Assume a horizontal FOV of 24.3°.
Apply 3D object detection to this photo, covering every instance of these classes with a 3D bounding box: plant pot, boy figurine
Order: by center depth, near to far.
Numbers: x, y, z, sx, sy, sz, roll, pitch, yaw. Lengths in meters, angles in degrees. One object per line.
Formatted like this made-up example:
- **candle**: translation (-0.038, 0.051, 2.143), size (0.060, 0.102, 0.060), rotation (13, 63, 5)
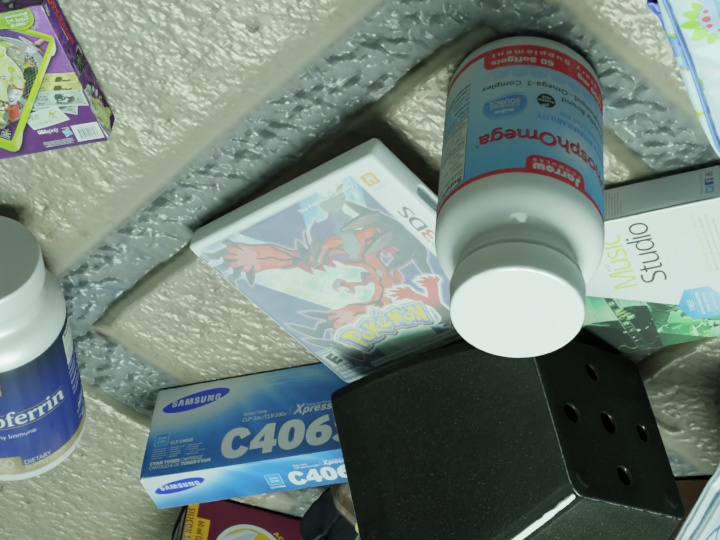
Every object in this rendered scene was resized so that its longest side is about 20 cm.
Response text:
- **plant pot**: translation (0.121, 0.155, 1.246), size (0.198, 0.202, 0.177), rotation (18, 138, -40)
- **boy figurine**: translation (0.039, 0.259, 1.467), size (0.199, 0.125, 0.065), rotation (28, 108, -38)

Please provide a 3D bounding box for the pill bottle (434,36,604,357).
- **pill bottle**: translation (0.103, -0.047, 1.068), size (0.107, 0.202, 0.109), rotation (3, 137, 3)

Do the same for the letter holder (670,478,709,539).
- **letter holder**: translation (0.273, 0.264, 1.415), size (0.197, 0.143, 0.101), rotation (-4, 136, 12)

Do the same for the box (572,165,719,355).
- **box**: translation (0.186, 0.003, 1.231), size (0.198, 0.037, 0.145), rotation (-11, 134, 21)

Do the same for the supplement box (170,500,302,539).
- **supplement box**: translation (-0.078, 0.290, 1.512), size (0.198, 0.111, 0.086), rotation (15, 136, -9)

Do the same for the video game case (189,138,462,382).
- **video game case**: translation (0.000, 0.000, 1.232), size (0.199, 0.023, 0.182), rotation (-23, 125, 41)

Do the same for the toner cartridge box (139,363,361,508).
- **toner cartridge box**: translation (-0.076, 0.132, 1.358), size (0.198, 0.096, 0.043), rotation (-11, 133, 17)

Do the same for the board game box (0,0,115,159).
- **board game box**: translation (-0.284, -0.127, 1.163), size (0.197, 0.033, 0.121), rotation (-8, 138, 15)

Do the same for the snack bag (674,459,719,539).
- **snack bag**: translation (0.310, 0.177, 1.283), size (0.021, 0.201, 0.188), rotation (32, 177, 37)

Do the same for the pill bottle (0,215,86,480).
- **pill bottle**: translation (-0.280, 0.060, 1.295), size (0.114, 0.117, 0.201), rotation (3, 136, 4)

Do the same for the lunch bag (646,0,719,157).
- **lunch bag**: translation (0.265, -0.158, 1.018), size (0.159, 0.083, 0.201), rotation (-15, 133, 20)

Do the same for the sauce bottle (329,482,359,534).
- **sauce bottle**: translation (0.022, 0.195, 1.361), size (0.200, 0.064, 0.065), rotation (40, 142, 21)
